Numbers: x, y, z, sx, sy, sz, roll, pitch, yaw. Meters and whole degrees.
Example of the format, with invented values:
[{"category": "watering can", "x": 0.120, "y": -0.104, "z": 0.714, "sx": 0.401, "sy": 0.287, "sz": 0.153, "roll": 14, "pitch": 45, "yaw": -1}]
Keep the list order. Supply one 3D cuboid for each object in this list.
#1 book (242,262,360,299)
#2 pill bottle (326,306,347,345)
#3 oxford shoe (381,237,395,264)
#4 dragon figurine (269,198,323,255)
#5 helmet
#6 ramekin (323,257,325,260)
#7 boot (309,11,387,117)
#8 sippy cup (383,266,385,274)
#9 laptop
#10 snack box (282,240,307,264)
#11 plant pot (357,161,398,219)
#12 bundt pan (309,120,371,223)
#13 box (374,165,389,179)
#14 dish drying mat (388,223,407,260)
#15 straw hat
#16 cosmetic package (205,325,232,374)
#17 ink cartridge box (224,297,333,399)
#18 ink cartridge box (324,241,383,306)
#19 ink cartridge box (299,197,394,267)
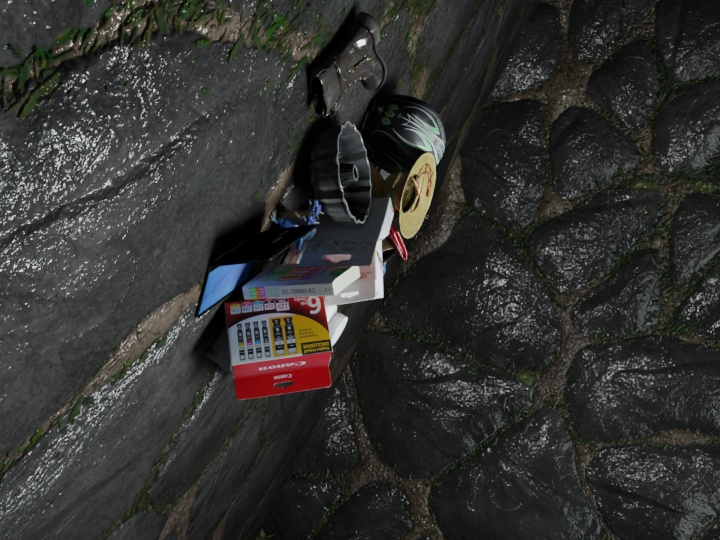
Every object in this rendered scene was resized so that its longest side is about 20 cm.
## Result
[{"category": "book", "x": -0.115, "y": 0.023, "z": 1.229, "sx": 0.133, "sy": 0.197, "sz": 0.049, "roll": -38, "pitch": 121, "yaw": -63}, {"category": "pill bottle", "x": -0.131, "y": 0.086, "z": 1.378, "sx": 0.113, "sy": 0.198, "sz": 0.113, "roll": -57, "pitch": 170, "yaw": -16}, {"category": "oxford shoe", "x": 0.000, "y": 0.000, "z": 1.406, "sx": 0.200, "sy": 0.084, "sz": 0.073, "roll": -46, "pitch": 148, "yaw": -1}, {"category": "dragon figurine", "x": -0.129, "y": -0.074, "z": 1.243, "sx": 0.059, "sy": 0.099, "sz": 0.201, "roll": -52, "pitch": 166, "yaw": -37}, {"category": "helmet", "x": 0.109, "y": -0.316, "z": 1.483, "sx": 0.201, "sy": 0.189, "sz": 0.201, "roll": -59, "pitch": 168, "yaw": -21}, {"category": "ramekin", "x": -0.032, "y": -0.108, "z": 1.494, "sx": 0.200, "sy": 0.096, "sz": 0.204, "roll": 13, "pitch": 90, "yaw": -79}, {"category": "boot", "x": -0.029, "y": -0.347, "z": 1.125, "sx": 0.175, "sy": 0.069, "sz": 0.200, "roll": -56, "pitch": 161, "yaw": -14}, {"category": "sippy cup", "x": 0.011, "y": -0.039, "z": 1.638, "sx": 0.179, "sy": 0.137, "sz": 0.132, "roll": 78, "pitch": 2, "yaw": -49}, {"category": "laptop", "x": -0.189, "y": 0.000, "z": 1.134, "sx": 0.177, "sy": 0.197, "sz": 0.105, "roll": -45, "pitch": 125, "yaw": -57}, {"category": "snack box", "x": -0.125, "y": -0.048, "z": 1.504, "sx": 0.117, "sy": 0.037, "sz": 0.200, "roll": -64, "pitch": 169, "yaw": 4}, {"category": "plant pot", "x": 0.018, "y": -0.197, "z": 1.434, "sx": 0.027, "sy": 0.201, "sz": 0.200, "roll": -34, "pitch": 179, "yaw": 21}, {"category": "bundt pan", "x": -0.043, "y": -0.191, "z": 1.242, "sx": 0.202, "sy": 0.075, "sz": 0.205, "roll": -4, "pitch": 90, "yaw": -71}, {"category": "box", "x": 0.036, "y": -0.196, "z": 1.665, "sx": 0.201, "sy": 0.105, "sz": 0.123, "roll": 98, "pitch": 15, "yaw": -64}, {"category": "dish drying mat", "x": 0.071, "y": -0.092, "z": 1.469, "sx": 0.018, "sy": 0.077, "sz": 0.200, "roll": -27, "pitch": -155, "yaw": 0}, {"category": "straw hat", "x": 0.095, "y": -0.179, "z": 1.410, "sx": 0.201, "sy": 0.084, "sz": 0.203, "roll": -47, "pitch": 147, "yaw": -46}, {"category": "cosmetic package", "x": -0.250, "y": 0.193, "z": 1.355, "sx": 0.091, "sy": 0.106, "sz": 0.200, "roll": -55, "pitch": 171, "yaw": -15}, {"category": "ink cartridge box", "x": -0.159, "y": 0.147, "z": 1.225, "sx": 0.084, "sy": 0.197, "sz": 0.178, "roll": 105, "pitch": -25, "yaw": -62}, {"category": "ink cartridge box", "x": -0.014, "y": 0.000, "z": 1.323, "sx": 0.068, "sy": 0.113, "sz": 0.202, "roll": 65, "pitch": 20, "yaw": -51}, {"category": "ink cartridge box", "x": -0.024, "y": -0.069, "z": 1.293, "sx": 0.050, "sy": 0.160, "sz": 0.202, "roll": 67, "pitch": 29, "yaw": -46}]
